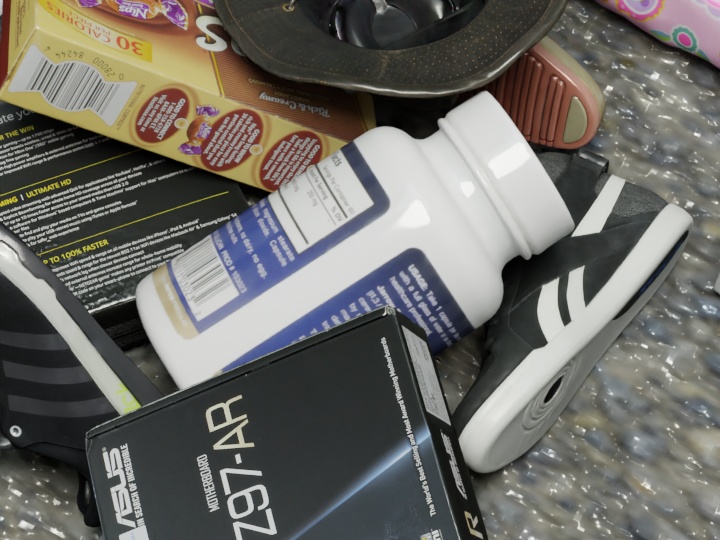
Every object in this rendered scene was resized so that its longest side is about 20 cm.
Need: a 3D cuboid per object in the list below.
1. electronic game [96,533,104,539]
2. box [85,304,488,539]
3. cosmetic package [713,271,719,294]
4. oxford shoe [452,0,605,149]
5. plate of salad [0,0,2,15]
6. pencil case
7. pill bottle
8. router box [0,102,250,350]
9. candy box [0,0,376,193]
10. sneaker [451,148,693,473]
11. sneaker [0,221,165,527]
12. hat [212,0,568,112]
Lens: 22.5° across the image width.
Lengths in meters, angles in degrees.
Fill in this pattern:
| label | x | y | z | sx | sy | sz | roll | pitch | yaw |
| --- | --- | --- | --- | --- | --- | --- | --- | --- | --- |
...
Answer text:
| label | x | y | z | sx | sy | sz | roll | pitch | yaw |
| --- | --- | --- | --- | --- | --- | --- | --- | --- | --- |
| electronic game | -0.047 | 0.189 | 0.856 | 0.199 | 0.042 | 0.201 | 5 | 63 | -10 |
| box | -0.023 | 0.136 | 0.775 | 0.160 | 0.044 | 0.201 | -22 | 66 | 16 |
| cosmetic package | 0.332 | -0.016 | 0.952 | 0.199 | 0.123 | 0.200 | -40 | 70 | -23 |
| oxford shoe | 0.072 | -0.143 | 1.035 | 0.074 | 0.071 | 0.200 | -30 | 58 | -34 |
| plate of salad | -0.279 | -0.212 | 1.026 | 0.199 | 0.048 | 0.201 | 2 | 86 | -27 |
| pencil case | 0.217 | -0.159 | 1.053 | 0.200 | 0.088 | 0.087 | 34 | 63 | 16 |
| pill bottle | 0.000 | 0.000 | 0.888 | 0.200 | 0.111 | 0.111 | -33 | 65 | 3 |
| router box | -0.165 | -0.022 | 0.968 | 0.199 | 0.051 | 0.149 | -19 | 61 | -14 |
| candy box | -0.090 | -0.114 | 0.964 | 0.199 | 0.057 | 0.117 | 17 | 42 | -24 |
| sneaker | 0.079 | 0.013 | 0.957 | 0.112 | 0.073 | 0.200 | 33 | 55 | 19 |
| sneaker | -0.160 | 0.049 | 0.870 | 0.083 | 0.072 | 0.200 | -42 | 107 | -8 |
| hat | 0.018 | -0.135 | 0.949 | 0.200 | 0.081 | 0.201 | -5 | 48 | 5 |
